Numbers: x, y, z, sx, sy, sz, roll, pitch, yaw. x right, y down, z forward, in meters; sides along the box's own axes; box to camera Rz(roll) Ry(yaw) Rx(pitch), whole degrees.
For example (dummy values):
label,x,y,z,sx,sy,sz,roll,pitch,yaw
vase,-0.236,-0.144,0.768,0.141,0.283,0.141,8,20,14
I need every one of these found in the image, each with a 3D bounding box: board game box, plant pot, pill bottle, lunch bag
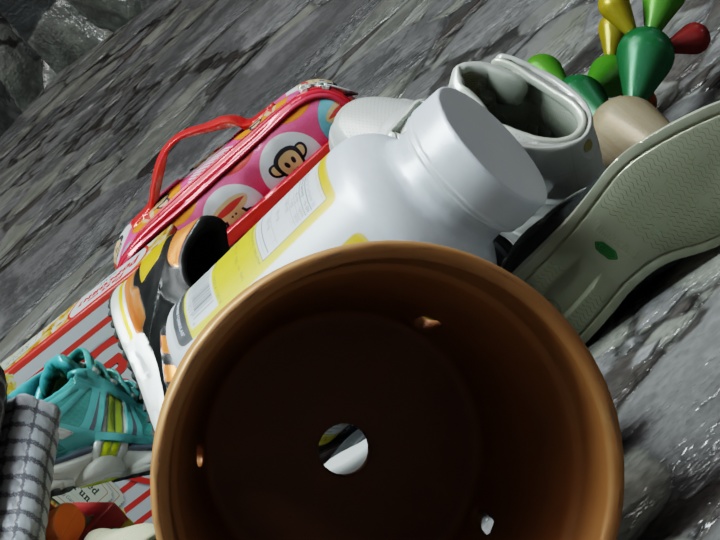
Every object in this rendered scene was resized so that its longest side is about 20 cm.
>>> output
label,x,y,z,sx,sy,sz,roll,pitch,yaw
board game box,-0.142,0.091,1.665,0.200,0.152,0.046,-39,13,17
plant pot,0.002,0.086,1.188,0.200,0.200,0.140,-44,8,-6
pill bottle,0.000,0.000,1.423,0.200,0.112,0.112,-43,12,20
lunch bag,-0.055,-0.024,1.724,0.200,0.176,0.082,-42,13,4

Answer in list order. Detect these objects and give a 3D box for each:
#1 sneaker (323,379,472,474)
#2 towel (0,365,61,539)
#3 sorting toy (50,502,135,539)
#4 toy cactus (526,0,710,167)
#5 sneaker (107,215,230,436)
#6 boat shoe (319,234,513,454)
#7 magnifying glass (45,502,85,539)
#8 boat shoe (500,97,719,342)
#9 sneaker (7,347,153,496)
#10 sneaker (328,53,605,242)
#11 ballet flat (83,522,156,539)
label,x,y,z,sx,sy,sz,roll,pitch,yaw
sneaker,0.060,0.062,1.348,0.200,0.073,0.112,-29,18,45
towel,-0.244,0.156,1.369,0.200,0.086,0.166,-36,35,29
sorting toy,-0.192,0.207,1.449,0.199,0.070,0.200,-49,15,-19
toy cactus,0.140,-0.082,1.591,0.200,0.102,0.165,-41,32,-6
sneaker,-0.073,0.057,1.526,0.090,0.070,0.200,-50,53,29
boat shoe,0.003,0.053,1.532,0.200,0.075,0.093,-39,9,16
magnifying glass,-0.213,0.170,1.427,0.200,0.022,0.080,-31,21,37
boat shoe,0.146,-0.033,1.407,0.200,0.072,0.068,-39,14,24
sneaker,-0.150,0.083,1.549,0.077,0.080,0.200,-11,-2,43
sneaker,0.057,-0.083,1.512,0.200,0.116,0.074,22,57,33
ballet flat,-0.153,0.211,1.331,0.200,0.069,0.069,-61,19,-21
